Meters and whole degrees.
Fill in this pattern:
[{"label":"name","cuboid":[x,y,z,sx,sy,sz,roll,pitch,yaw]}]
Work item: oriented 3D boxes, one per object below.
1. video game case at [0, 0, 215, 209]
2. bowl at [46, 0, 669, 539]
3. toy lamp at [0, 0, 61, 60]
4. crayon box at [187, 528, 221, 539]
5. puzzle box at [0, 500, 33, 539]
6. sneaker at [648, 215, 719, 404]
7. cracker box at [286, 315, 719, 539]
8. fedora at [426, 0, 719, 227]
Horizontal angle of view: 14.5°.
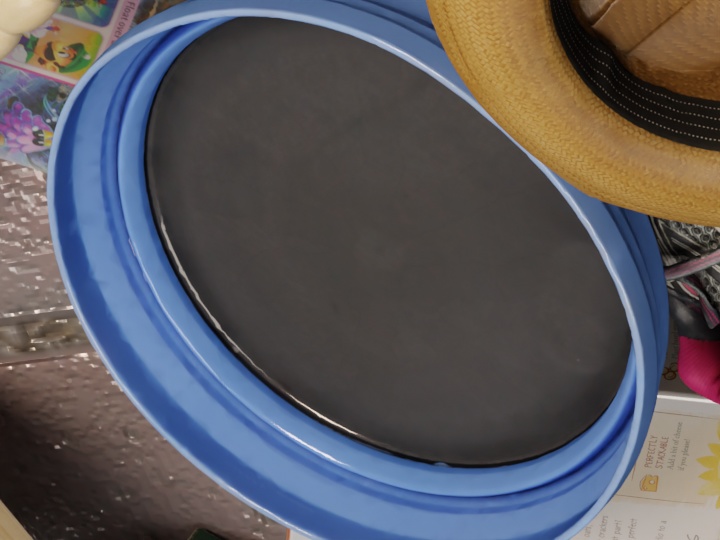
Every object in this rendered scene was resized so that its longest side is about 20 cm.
[{"label":"video game case","cuboid":[-0.074,-0.104,0.844,0.182,0.024,0.200,17,133,-12]},{"label":"bowl","cuboid":[0.000,0.000,0.847,0.200,0.039,0.201,18,132,21]},{"label":"toy lamp","cuboid":[-0.101,-0.079,0.817,0.200,0.058,0.058,-33,123,33]},{"label":"crayon box","cuboid":[-0.093,0.208,1.077,0.052,0.126,0.200,30,134,5]},{"label":"puzzle box","cuboid":[-0.165,0.107,0.975,0.200,0.025,0.133,47,135,18]},{"label":"sneaker","cuboid":[0.090,-0.035,0.837,0.075,0.081,0.200,-48,122,-8]},{"label":"cracker box","cuboid":[0.076,0.068,0.974,0.199,0.058,0.134,6,133,-1]},{"label":"fedora","cuboid":[0.109,-0.101,0.676,0.200,0.082,0.201,0,131,0]}]
